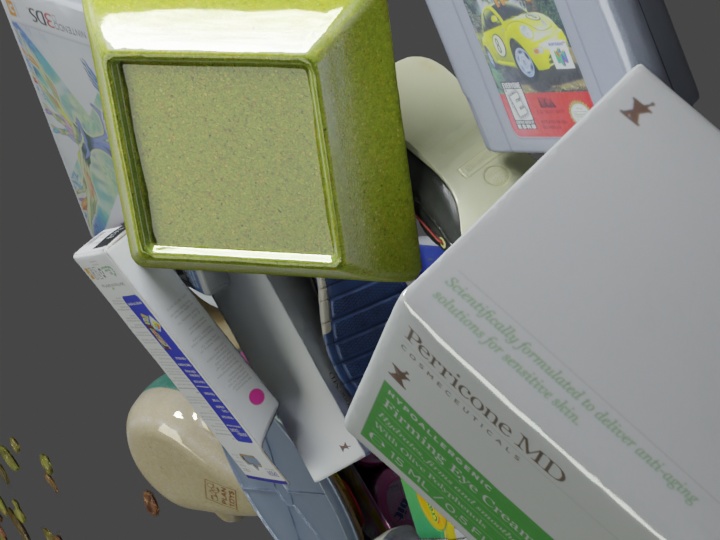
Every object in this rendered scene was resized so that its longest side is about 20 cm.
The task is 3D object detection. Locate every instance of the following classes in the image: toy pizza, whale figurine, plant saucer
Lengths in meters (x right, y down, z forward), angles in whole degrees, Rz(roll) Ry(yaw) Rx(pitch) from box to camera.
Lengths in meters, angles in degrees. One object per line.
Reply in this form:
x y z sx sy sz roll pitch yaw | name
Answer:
-0.048 0.161 1.742 0.200 0.032 0.201 47 156 28 | toy pizza
-0.103 0.154 1.970 0.199 0.104 0.160 21 141 20 | whale figurine
-0.073 -0.075 1.370 0.198 0.048 0.201 3 120 21 | plant saucer

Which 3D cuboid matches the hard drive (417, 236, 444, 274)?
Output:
0.074 0.079 1.502 0.132 0.025 0.201 -173 71 -68 | hard drive

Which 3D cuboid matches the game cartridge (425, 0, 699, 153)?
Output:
0.103 -0.130 1.258 0.200 0.041 0.134 5 117 63 | game cartridge

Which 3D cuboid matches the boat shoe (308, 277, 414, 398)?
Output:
0.000 0.000 1.524 0.072 0.072 0.201 -95 -12 -80 | boat shoe

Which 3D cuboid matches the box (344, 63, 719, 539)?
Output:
0.136 0.051 1.153 0.199 0.200 0.172 42 153 11 | box

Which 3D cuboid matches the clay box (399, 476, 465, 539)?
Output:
0.103 0.099 1.398 0.199 0.047 0.116 -13 95 44 | clay box

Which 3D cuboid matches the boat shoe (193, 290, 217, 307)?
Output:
-0.102 -0.005 1.808 0.200 0.073 0.067 11 99 63 | boat shoe

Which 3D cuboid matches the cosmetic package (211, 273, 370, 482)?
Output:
-0.031 0.030 1.579 0.052 0.151 0.201 -30 88 25 | cosmetic package

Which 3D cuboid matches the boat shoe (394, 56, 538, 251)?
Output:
0.075 -0.039 1.377 0.202 0.073 0.063 53 161 24 | boat shoe

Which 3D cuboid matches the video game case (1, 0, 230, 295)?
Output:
-0.165 -0.092 1.505 0.182 0.022 0.201 23 137 56 | video game case

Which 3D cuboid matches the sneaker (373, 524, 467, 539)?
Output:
0.045 0.214 1.584 0.070 0.073 0.200 17 169 -9 | sneaker

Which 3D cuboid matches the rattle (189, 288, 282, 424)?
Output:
-0.067 0.004 1.673 0.199 0.143 0.131 34 125 11 | rattle

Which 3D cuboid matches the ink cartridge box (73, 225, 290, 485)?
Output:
-0.112 0.057 1.527 0.200 0.037 0.095 55 163 -10 | ink cartridge box

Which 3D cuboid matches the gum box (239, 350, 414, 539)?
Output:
-0.009 0.125 1.743 0.201 0.066 0.113 58 159 4 | gum box
